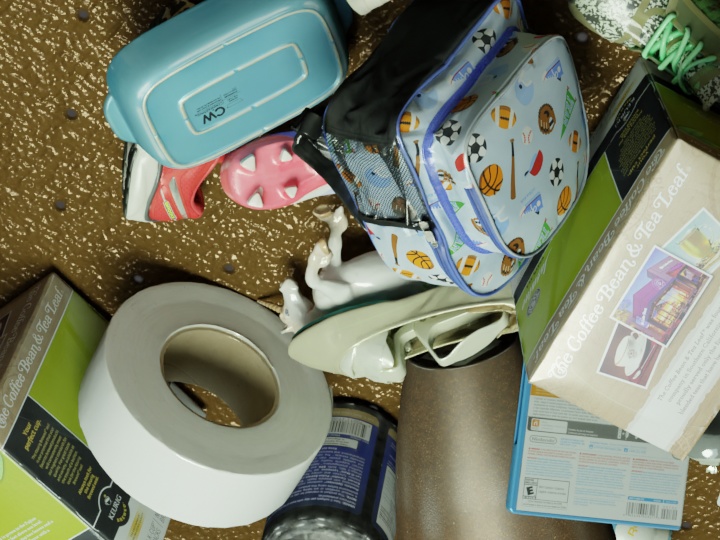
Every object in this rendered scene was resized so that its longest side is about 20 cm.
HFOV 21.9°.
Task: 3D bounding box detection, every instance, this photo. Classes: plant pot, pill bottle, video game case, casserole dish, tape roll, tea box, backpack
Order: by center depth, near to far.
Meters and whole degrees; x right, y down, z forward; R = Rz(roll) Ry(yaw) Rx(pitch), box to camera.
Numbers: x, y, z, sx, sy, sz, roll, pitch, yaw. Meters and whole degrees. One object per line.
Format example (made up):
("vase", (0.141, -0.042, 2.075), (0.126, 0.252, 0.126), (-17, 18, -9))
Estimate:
("backpack", (0.075, -0.083, 1.316), (0.153, 0.200, 0.192), (23, 147, 36))
("tea box", (0.213, -0.013, 1.319), (0.133, 0.197, 0.201), (27, 111, -9))
("casserole dish", (-0.090, -0.142, 1.355), (0.198, 0.039, 0.122), (-27, 137, -3))
("video game case", (0.195, 0.096, 1.459), (0.141, 0.018, 0.203), (7, 91, -10))
("tape roll", (-0.124, 0.107, 1.511), (0.201, 0.203, 0.071), (25, 128, -9))
("plant pot", (0.103, 0.151, 1.528), (0.185, 0.187, 0.202), (-7, 112, 17))
("tea box", (-0.260, 0.151, 1.563), (0.133, 0.201, 0.197), (-30, 116, 30))
("pill bottle", (-0.024, 0.214, 1.572), (0.110, 0.201, 0.113), (6, 129, 7))

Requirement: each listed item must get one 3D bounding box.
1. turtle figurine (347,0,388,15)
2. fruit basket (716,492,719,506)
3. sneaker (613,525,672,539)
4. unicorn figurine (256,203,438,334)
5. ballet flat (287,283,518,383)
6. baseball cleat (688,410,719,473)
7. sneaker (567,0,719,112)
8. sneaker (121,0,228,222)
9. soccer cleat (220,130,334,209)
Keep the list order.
("turtle figurine", (0.063, -0.254, 1.231), (0.192, 0.200, 0.146), (-13, 90, 26))
("fruit basket", (0.405, 0.140, 1.499), (0.198, 0.094, 0.187), (11, 129, -1))
("sneaker", (0.202, 0.282, 1.669), (0.080, 0.077, 0.201), (28, 122, 0))
("unicorn figurine", (0.000, 0.000, 1.479), (0.197, 0.074, 0.138), (-4, 138, 7))
("ballet flat", (0.040, 0.051, 1.458), (0.198, 0.070, 0.070), (-20, 123, 6))
("baseball cleat", (0.268, 0.058, 1.393), (0.069, 0.200, 0.108), (2, 119, 17))
("sneaker", (0.237, -0.153, 1.304), (0.198, 0.089, 0.077), (22, 129, -6))
("sneaker", (-0.132, -0.121, 1.430), (0.084, 0.077, 0.201), (4, 132, -16))
("soccer cleat", (-0.010, -0.087, 1.418), (0.198, 0.076, 0.067), (-11, 106, -12))
